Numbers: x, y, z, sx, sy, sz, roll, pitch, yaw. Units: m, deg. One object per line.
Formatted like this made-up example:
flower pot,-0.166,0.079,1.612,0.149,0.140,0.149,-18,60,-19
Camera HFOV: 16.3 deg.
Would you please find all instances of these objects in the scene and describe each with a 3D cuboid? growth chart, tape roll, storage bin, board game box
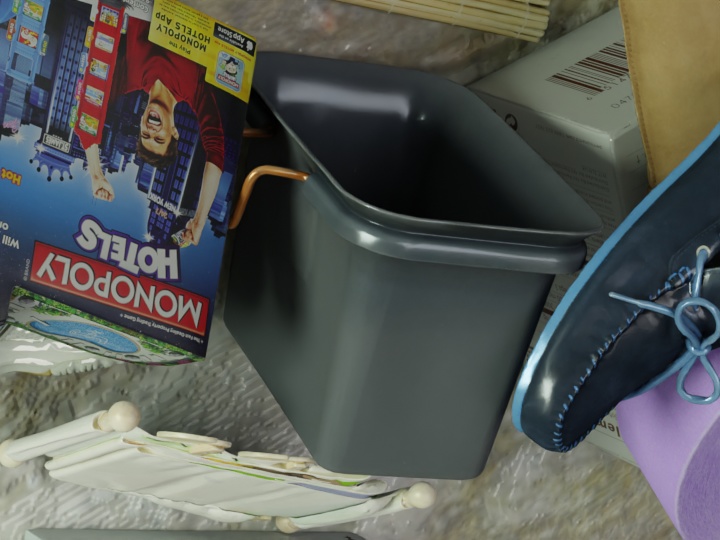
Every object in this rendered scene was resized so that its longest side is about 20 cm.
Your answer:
growth chart,-0.063,0.094,1.150,0.200,0.144,0.018,18,69,-38
tape roll,0.224,0.052,1.190,0.199,0.066,0.201,-18,141,-15
storage bin,0.000,0.000,1.131,0.145,0.200,0.135,5,112,-24
board game box,-0.150,-0.035,1.025,0.200,0.062,0.201,23,67,-34

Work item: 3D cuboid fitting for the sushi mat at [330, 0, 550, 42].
sushi mat,0.027,-0.170,1.207,0.199,0.012,0.096,6,100,-38

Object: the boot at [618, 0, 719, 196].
boot,0.198,-0.091,1.180,0.175,0.066,0.201,-18,113,-32

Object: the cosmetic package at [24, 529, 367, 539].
cosmetic package,-0.082,0.205,1.224,0.199,0.052,0.151,5,99,-38

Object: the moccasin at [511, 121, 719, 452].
moccasin,0.145,0.002,1.081,0.200,0.068,0.081,-50,158,-10

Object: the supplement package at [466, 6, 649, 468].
supplement package,0.148,-0.016,1.283,0.117,0.117,0.201,-30,121,-27

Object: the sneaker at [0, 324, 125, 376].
sneaker,-0.151,0.001,1.088,0.199,0.076,0.088,-17,110,-35
